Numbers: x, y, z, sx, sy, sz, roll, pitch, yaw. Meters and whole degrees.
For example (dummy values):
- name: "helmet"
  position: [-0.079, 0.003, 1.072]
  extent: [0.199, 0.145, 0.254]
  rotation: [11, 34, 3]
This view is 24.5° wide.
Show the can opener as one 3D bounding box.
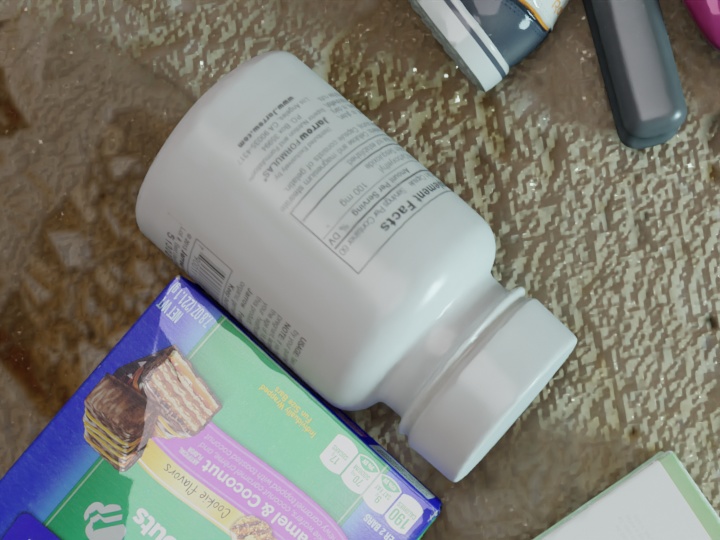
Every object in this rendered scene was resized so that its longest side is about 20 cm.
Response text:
- name: "can opener"
  position: [0.133, -0.163, 0.824]
  extent: [0.066, 0.053, 0.202]
  rotation: [-9, 81, 4]

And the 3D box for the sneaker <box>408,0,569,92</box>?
- name: "sneaker"
  position: [0.028, -0.191, 0.829]
  extent: [0.079, 0.078, 0.200]
  rotation: [-39, 91, 5]

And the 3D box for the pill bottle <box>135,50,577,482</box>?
- name: "pill bottle"
  position: [0.000, 0.000, 0.786]
  extent: [0.200, 0.114, 0.115]
  rotation: [41, 89, 10]

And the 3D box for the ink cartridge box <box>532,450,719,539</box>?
- name: "ink cartridge box"
  position: [0.105, 0.200, 0.780]
  extent: [0.199, 0.048, 0.146]
  rotation: [-34, 80, 2]

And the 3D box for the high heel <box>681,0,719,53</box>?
- name: "high heel"
  position: [0.192, -0.209, 0.795]
  extent: [0.096, 0.067, 0.202]
  rotation: [-17, 73, 45]

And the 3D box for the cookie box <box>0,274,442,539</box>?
- name: "cookie box"
  position: [-0.087, 0.134, 0.798]
  extent: [0.171, 0.075, 0.200]
  rotation: [41, 90, 9]
